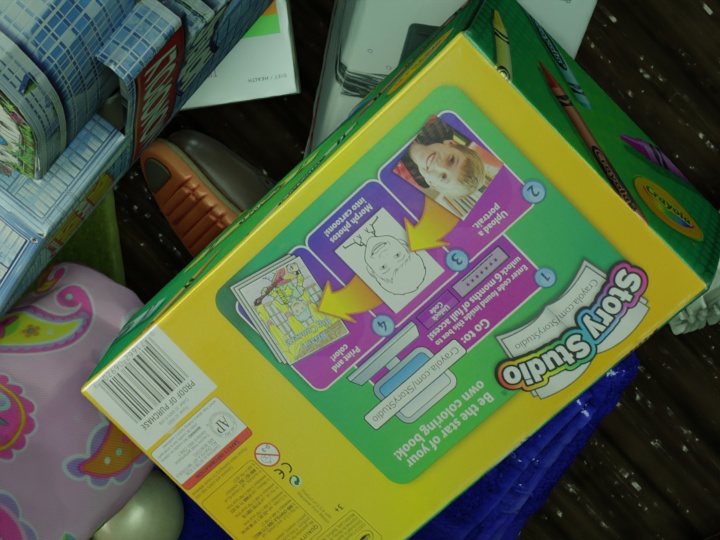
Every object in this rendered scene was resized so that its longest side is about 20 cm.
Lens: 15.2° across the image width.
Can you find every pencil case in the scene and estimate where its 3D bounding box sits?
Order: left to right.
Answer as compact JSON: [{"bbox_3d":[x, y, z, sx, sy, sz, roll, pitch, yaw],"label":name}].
[{"bbox_3d":[-0.145,0.089,0.992,0.087,0.087,0.200,41,65,-5],"label":"pencil case"}]

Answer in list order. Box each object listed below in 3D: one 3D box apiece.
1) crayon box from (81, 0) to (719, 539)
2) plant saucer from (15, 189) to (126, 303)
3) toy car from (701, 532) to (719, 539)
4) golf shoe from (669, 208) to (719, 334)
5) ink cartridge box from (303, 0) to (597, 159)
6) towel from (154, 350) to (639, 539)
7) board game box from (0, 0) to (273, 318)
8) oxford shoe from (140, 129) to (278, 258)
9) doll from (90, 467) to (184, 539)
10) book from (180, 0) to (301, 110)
[{"bbox_3d":[0.014,0.013,0.931,0.119,0.058,0.200,45,114,-8],"label":"crayon box"},{"bbox_3d":[-0.178,-0.003,1.015,0.048,0.199,0.201,18,126,36],"label":"plant saucer"},{"bbox_3d":[0.176,0.188,1.035,0.163,0.200,0.159,-21,95,-1],"label":"toy car"},{"bbox_3d":[0.186,-0.057,1.093,0.200,0.078,0.097,-37,78,-5],"label":"golf shoe"},{"bbox_3d":[0.041,-0.121,0.990,0.082,0.147,0.201,14,138,-5],"label":"ink cartridge box"},{"bbox_3d":[0.005,0.067,1.038,0.147,0.050,0.200,25,134,-4],"label":"towel"},{"bbox_3d":[-0.093,-0.077,0.938,0.062,0.200,0.200,37,79,0],"label":"board game box"},{"bbox_3d":[0.000,0.000,1.089,0.200,0.071,0.073,39,72,-9],"label":"oxford shoe"},{"bbox_3d":[-0.148,0.150,1.069,0.200,0.049,0.136,-41,123,9],"label":"doll"},{"bbox_3d":[-0.102,-0.161,1.076,0.133,0.048,0.202,-7,93,0],"label":"book"}]
